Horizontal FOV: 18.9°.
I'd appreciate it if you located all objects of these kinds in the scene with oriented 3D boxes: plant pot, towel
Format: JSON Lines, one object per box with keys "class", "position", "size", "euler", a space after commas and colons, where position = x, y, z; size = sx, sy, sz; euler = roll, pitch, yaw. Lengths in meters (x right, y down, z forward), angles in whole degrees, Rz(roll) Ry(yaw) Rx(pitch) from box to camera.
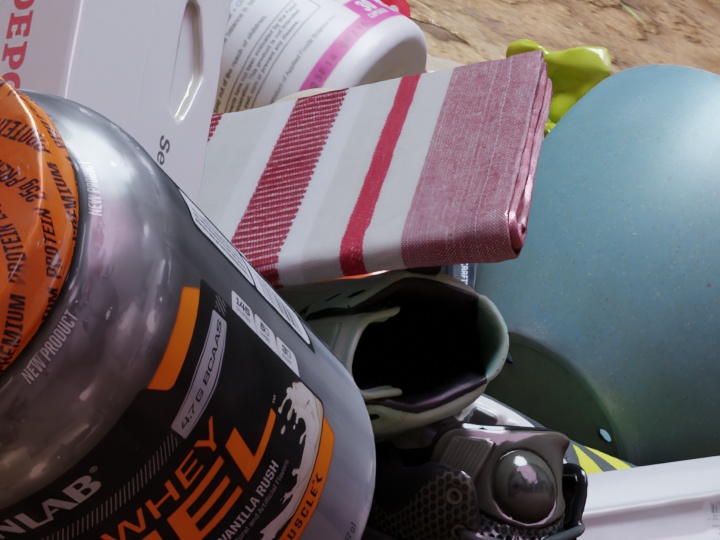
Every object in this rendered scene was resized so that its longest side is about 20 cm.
{"class": "plant pot", "position": [0.125, 0.028, 0.960], "size": [0.200, 0.200, 0.135], "euler": [37, 57, 25]}
{"class": "towel", "position": [-0.033, -0.024, 0.763], "size": [0.200, 0.023, 0.144], "euler": [-10, 25, 15]}

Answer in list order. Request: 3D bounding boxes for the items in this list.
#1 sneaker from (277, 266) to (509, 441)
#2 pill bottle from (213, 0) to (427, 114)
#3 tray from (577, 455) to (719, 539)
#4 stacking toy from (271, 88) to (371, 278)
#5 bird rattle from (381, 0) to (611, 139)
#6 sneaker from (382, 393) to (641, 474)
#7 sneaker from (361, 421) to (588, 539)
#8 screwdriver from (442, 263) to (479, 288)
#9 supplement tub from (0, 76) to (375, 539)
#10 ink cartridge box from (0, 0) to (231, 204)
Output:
{"class": "sneaker", "position": [-0.048, 0.031, 0.744], "size": [0.200, 0.074, 0.118], "euler": [-8, -7, -17]}
{"class": "pill bottle", "position": [-0.075, -0.129, 1.150], "size": [0.200, 0.114, 0.113], "euler": [33, 22, 16]}
{"class": "tray", "position": [0.144, 0.119, 0.815], "size": [0.200, 0.022, 0.108], "euler": [-5, 67, -27]}
{"class": "stacking toy", "position": [0.000, 0.000, 1.002], "size": [0.085, 0.085, 0.200], "euler": [16, 29, -27]}
{"class": "bird rattle", "position": [0.040, -0.093, 1.235], "size": [0.200, 0.113, 0.163], "euler": [24, 37, 0]}
{"class": "sneaker", "position": [0.082, 0.104, 0.871], "size": [0.200, 0.075, 0.085], "euler": [34, 14, -6]}
{"class": "sneaker", "position": [0.048, 0.125, 0.709], "size": [0.076, 0.114, 0.199], "euler": [6, 31, -39]}
{"class": "screwdriver", "position": [0.056, -0.027, 1.116], "size": [0.028, 0.029, 0.200], "euler": [57, 27, -34]}
{"class": "supplement tub", "position": [-0.083, 0.031, 0.605], "size": [0.123, 0.123, 0.200], "euler": [42, -4, 34]}
{"class": "ink cartridge box", "position": [-0.152, -0.069, 0.730], "size": [0.200, 0.146, 0.088], "euler": [-3, -24, 24]}
